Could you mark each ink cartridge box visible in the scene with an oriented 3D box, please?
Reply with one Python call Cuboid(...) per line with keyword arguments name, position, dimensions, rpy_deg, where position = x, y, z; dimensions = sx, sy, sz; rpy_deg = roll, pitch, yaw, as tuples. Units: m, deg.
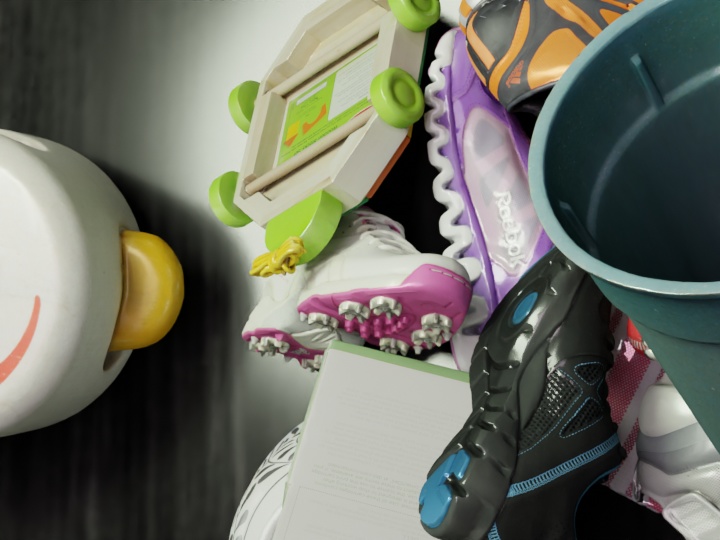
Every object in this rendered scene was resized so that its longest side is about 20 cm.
Cuboid(name="ink cartridge box", position=(0.029, 0.137, 1.218), dimensions=(0.145, 0.048, 0.201), rpy_deg=(14, 51, 3))

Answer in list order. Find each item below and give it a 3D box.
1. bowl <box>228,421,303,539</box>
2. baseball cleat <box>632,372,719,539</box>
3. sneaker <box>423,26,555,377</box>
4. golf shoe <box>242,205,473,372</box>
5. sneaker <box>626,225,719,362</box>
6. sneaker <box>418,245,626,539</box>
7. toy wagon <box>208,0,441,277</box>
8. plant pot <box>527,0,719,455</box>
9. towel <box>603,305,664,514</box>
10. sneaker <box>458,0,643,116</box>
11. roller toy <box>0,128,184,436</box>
Cuboid(name="bowl", position=(-0.002, 0.164, 1.306), dimensions=(0.200, 0.094, 0.202), rpy_deg=(-3, 81, 23))
Cuboid(name="baseball cleat", position=(0.234, 0.107, 1.205), dimensions=(0.199, 0.070, 0.107), rpy_deg=(7, 88, 33))
Cuboid(name="sneaker", position=(0.086, -0.038, 1.308), dimensions=(0.088, 0.080, 0.202), rpy_deg=(-10, 81, 12))
Cuboid(name="golf shoe", position=(0.000, 0.000, 1.298), dimensions=(0.200, 0.075, 0.092), rpy_deg=(-13, 57, 59))
Cuboid(name="sneaker", position=(0.176, -0.040, 1.262), dimensions=(0.085, 0.077, 0.201), rpy_deg=(9, 65, 33))
Cuboid(name="sneaker", position=(0.097, 0.067, 1.212), dimensions=(0.082, 0.073, 0.201), rpy_deg=(33, 61, -13))
Cuboid(name="toy wagon", position=(-0.022, -0.073, 1.319), dimensions=(0.155, 0.039, 0.201), rpy_deg=(-29, 40, 42))
Cuboid(name="plant pot", position=(0.203, -0.006, 1.110), dimensions=(0.199, 0.196, 0.201), rpy_deg=(-16, 44, 16))
Cuboid(name="towel", position=(0.207, 0.076, 1.263), dimensions=(0.199, 0.030, 0.147), rpy_deg=(26, 93, 24))
Cuboid(name="sneaker", position=(0.158, -0.131, 1.253), dimensions=(0.199, 0.078, 0.112), rpy_deg=(-24, 51, 5))
Cuboid(name="roller toy", position=(-0.221, 0.006, 1.394), dimensions=(0.200, 0.140, 0.183), rpy_deg=(-38, 81, 12))
